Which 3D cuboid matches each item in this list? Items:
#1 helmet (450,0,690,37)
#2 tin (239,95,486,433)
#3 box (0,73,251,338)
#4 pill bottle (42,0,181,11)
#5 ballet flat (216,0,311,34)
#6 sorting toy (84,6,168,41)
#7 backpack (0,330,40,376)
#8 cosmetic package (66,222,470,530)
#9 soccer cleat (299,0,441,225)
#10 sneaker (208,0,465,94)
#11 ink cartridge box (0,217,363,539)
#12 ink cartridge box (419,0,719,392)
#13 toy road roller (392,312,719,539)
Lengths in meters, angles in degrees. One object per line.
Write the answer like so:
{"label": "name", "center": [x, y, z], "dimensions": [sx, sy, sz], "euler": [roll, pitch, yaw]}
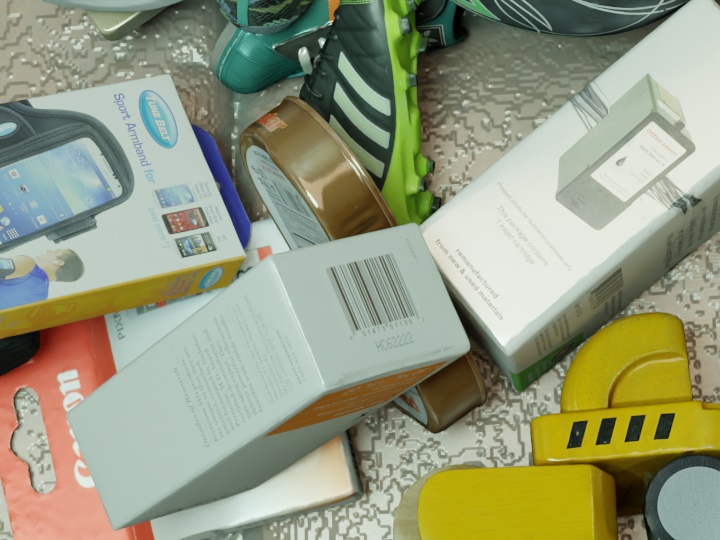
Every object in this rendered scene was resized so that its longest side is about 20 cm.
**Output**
{"label": "helmet", "center": [0.102, -0.213, 1.163], "dimensions": [0.199, 0.200, 0.192], "euler": [-4, 106, 5]}
{"label": "tin", "center": [0.000, 0.000, 1.208], "dimensions": [0.042, 0.112, 0.201], "euler": [-34, 112, -8]}
{"label": "box", "center": [-0.152, -0.035, 1.210], "dimensions": [0.199, 0.042, 0.120], "euler": [-14, 69, -27]}
{"label": "pill bottle", "center": [-0.134, -0.247, 1.221], "dimensions": [0.112, 0.112, 0.201], "euler": [-2, 79, 6]}
{"label": "ballet flat", "center": [-0.026, -0.225, 1.229], "dimensions": [0.074, 0.074, 0.201], "euler": [15, 81, 8]}
{"label": "sorting toy", "center": [-0.111, -0.259, 1.314], "dimensions": [0.198, 0.070, 0.200], "euler": [-34, 78, -1]}
{"label": "backpack", "center": [-0.276, -0.022, 1.261], "dimensions": [0.166, 0.127, 0.201], "euler": [-19, 77, -10]}
{"label": "cosmetic package", "center": [-0.050, 0.055, 1.135], "dimensions": [0.101, 0.200, 0.072], "euler": [-13, 75, -41]}
{"label": "soccer cleat", "center": [-0.003, -0.099, 1.240], "dimensions": [0.081, 0.068, 0.201], "euler": [2, 115, 14]}
{"label": "sneaker", "center": [0.011, -0.149, 1.281], "dimensions": [0.200, 0.071, 0.080], "euler": [-34, 75, -2]}
{"label": "ink cartridge box", "center": [-0.112, 0.071, 1.266], "dimensions": [0.199, 0.050, 0.163], "euler": [-14, 79, 0]}
{"label": "ink cartridge box", "center": [0.132, -0.037, 1.210], "dimensions": [0.200, 0.146, 0.084], "euler": [-40, 77, -2]}
{"label": "toy road roller", "center": [0.117, 0.106, 1.205], "dimensions": [0.199, 0.123, 0.147], "euler": [-5, 65, 5]}
